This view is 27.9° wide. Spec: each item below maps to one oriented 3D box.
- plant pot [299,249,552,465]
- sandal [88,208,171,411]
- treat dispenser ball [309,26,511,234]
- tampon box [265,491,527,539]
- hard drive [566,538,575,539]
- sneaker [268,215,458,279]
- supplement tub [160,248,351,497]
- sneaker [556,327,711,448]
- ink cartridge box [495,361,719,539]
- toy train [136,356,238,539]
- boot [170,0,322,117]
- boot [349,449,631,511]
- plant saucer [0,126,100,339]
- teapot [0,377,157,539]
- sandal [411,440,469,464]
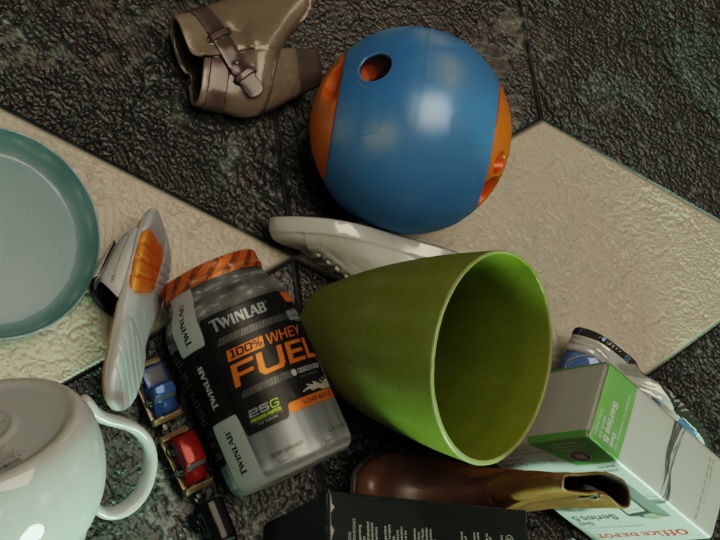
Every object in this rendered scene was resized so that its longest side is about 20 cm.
[{"bbox_3d":[0.043,0.069,1.330,0.186,0.199,0.189,-7,100,-49],"label":"plant pot"},{"bbox_3d":[-0.218,0.029,1.293,0.059,0.080,0.208,1,52,11],"label":"sandal"},{"bbox_3d":[0.049,-0.137,1.422,0.199,0.201,0.203,9,67,-23],"label":"treat dispenser ball"},{"bbox_3d":[0.030,0.281,1.287,0.198,0.150,0.128,10,66,-23],"label":"tampon box"},{"bbox_3d":[0.243,0.383,1.430,0.200,0.025,0.132,45,59,-6],"label":"hard drive"},{"bbox_3d":[0.000,0.000,1.423,0.198,0.073,0.086,15,86,-10],"label":"sneaker"},{"bbox_3d":[-0.099,0.091,1.309,0.122,0.122,0.202,-21,81,-31],"label":"supplement tub"},{"bbox_3d":[0.283,0.144,1.524,0.199,0.076,0.077,37,82,-10],"label":"sneaker"},{"bbox_3d":[0.237,0.182,1.404,0.200,0.145,0.085,39,57,-28],"label":"ink cartridge box"},{"bbox_3d":[-0.159,0.167,1.295,0.034,0.046,0.202,-21,82,-31],"label":"toy train"},{"bbox_3d":[-0.121,-0.251,1.458,0.145,0.070,0.202,-8,75,-27],"label":"boot"},{"bbox_3d":[0.113,0.202,1.308,0.187,0.199,0.069,21,72,-37],"label":"boot"},{"bbox_3d":[-0.332,-0.032,1.293,0.198,0.027,0.202,9,68,-24],"label":"plant saucer"},{"bbox_3d":[-0.285,0.188,1.166,0.198,0.198,0.147,-73,155,-61],"label":"teapot"},{"bbox_3d":[0.142,0.162,1.449,0.198,0.045,0.076,8,70,-24],"label":"sandal"}]
